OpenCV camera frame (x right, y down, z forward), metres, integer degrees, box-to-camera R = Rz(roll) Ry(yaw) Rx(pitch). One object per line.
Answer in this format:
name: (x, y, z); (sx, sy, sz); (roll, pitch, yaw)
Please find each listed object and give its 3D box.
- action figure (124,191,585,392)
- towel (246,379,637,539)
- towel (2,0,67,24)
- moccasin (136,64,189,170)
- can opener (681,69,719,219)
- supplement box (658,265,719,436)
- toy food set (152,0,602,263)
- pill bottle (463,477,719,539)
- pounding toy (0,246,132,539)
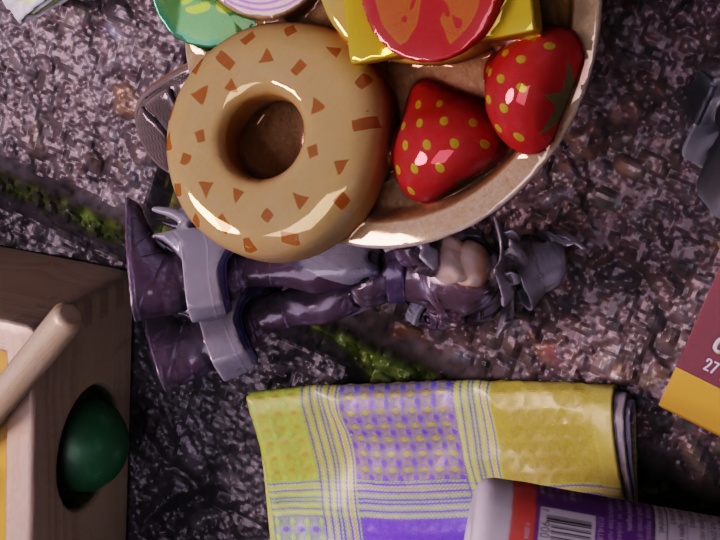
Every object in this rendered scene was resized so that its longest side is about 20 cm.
action figure: (0.000, 0.000, 1.007); (0.200, 0.130, 0.069); (-6, 62, 3)
towel: (0.043, 0.121, 1.090); (0.200, 0.023, 0.144); (0, 106, 23)
towel: (-0.137, -0.234, 1.050); (0.171, 0.048, 0.200); (-25, 94, 26)
moccasin: (-0.007, -0.093, 1.017); (0.201, 0.078, 0.074); (-24, 108, 21)
can opener: (0.188, -0.112, 0.924); (0.066, 0.053, 0.200); (57, 137, 46)
supplement box: (0.232, -0.032, 0.866); (0.133, 0.200, 0.197); (26, 113, 14)
toy food set: (0.003, -0.107, 0.922); (0.200, 0.049, 0.198); (-9, 85, 30)
pill bottle: (0.140, 0.161, 0.995); (0.200, 0.111, 0.112); (10, 110, 1)
pounding toy: (-0.193, 0.070, 1.108); (0.200, 0.142, 0.184); (10, 109, 21)
